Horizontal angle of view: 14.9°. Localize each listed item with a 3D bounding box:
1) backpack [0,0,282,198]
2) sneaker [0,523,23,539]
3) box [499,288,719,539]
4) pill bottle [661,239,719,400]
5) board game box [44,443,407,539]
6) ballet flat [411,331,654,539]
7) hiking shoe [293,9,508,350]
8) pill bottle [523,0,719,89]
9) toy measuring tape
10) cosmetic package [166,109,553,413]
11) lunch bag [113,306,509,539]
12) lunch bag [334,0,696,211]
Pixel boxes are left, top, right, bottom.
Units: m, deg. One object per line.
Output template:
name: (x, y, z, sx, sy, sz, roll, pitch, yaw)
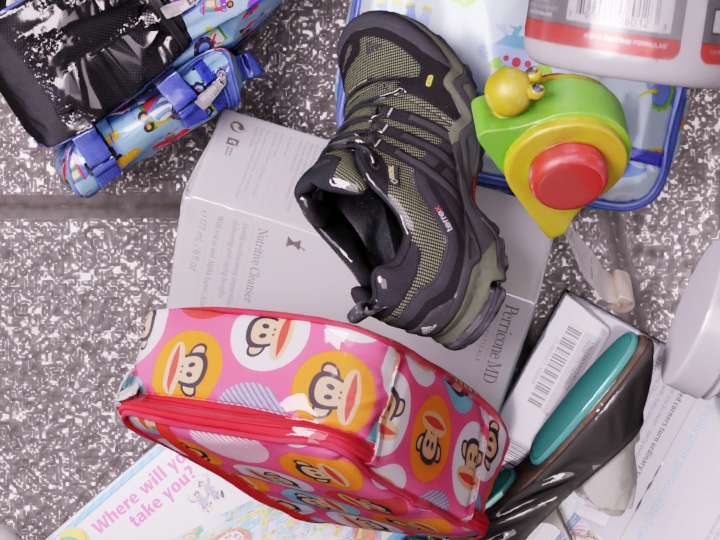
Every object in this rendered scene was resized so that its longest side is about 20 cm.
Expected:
backpack: (-0.109, -0.148, 1.503, 0.199, 0.183, 0.135, -34, 99, -8)
sneaker: (-0.147, 0.230, 1.526, 0.129, 0.079, 0.201, -3, 108, 30)
box: (0.166, 0.126, 1.562, 0.199, 0.041, 0.157, 28, 95, 3)
pill bottle: (0.270, 0.058, 1.493, 0.199, 0.112, 0.113, 22, 94, -5)
board game box: (-0.075, 0.151, 1.579, 0.200, 0.034, 0.135, -40, 90, 4)
ballet flat: (0.106, 0.121, 1.518, 0.068, 0.068, 0.200, 42, 105, -9)
hiking shoe: (0.012, -0.058, 1.426, 0.076, 0.100, 0.201, -40, 53, 36)
pill bottle: (0.153, -0.200, 1.422, 0.115, 0.116, 0.202, 8, 97, 3)
toy measuring tape: (0.124, -0.047, 1.460, 0.073, 0.074, 0.200, -37, 134, 4)
cosmetic package: (0.000, 0.000, 1.523, 0.199, 0.081, 0.113, 17, 135, 4)
lunch bag: (-0.032, 0.079, 1.450, 0.175, 0.200, 0.082, 7, 73, 32)
lunch bag: (0.089, -0.119, 1.537, 0.199, 0.082, 0.162, 14, 96, 3)
